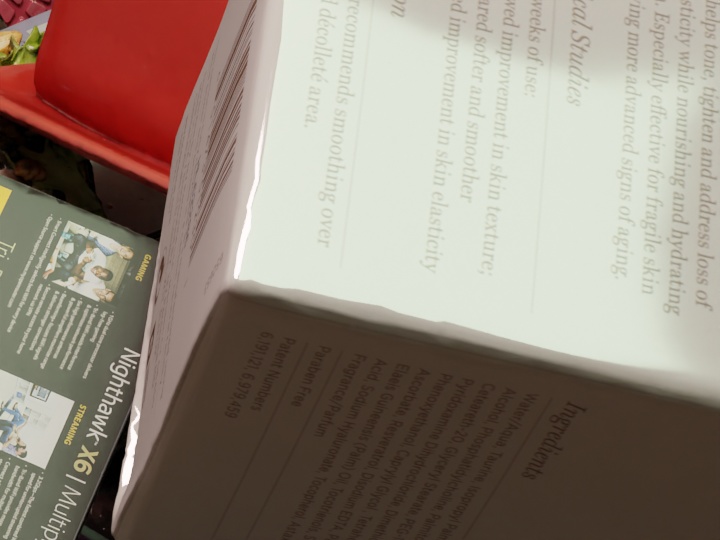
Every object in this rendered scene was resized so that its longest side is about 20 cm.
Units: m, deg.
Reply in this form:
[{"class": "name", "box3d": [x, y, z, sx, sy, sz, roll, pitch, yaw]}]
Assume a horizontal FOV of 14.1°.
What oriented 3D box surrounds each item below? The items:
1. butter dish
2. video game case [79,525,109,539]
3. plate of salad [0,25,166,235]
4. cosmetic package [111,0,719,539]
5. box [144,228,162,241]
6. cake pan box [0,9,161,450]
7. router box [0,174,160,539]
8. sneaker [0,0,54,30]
[{"class": "butter dish", "box3d": [-0.025, -0.107, 1.113, 0.199, 0.148, 0.200, -7, 22, -39]}, {"class": "video game case", "box3d": [-0.216, 0.097, 1.038, 0.200, 0.024, 0.182, 27, 31, 16]}, {"class": "plate of salad", "box3d": [-0.152, -0.039, 1.151, 0.200, 0.048, 0.200, 13, 39, -11]}, {"class": "cosmetic package", "box3d": [0.043, 0.002, 0.910, 0.200, 0.166, 0.168, 14, 55, -9]}, {"class": "box", "box3d": [0.000, 0.000, 1.112, 0.136, 0.038, 0.200, 6, 17, 33]}, {"class": "cake pan box", "box3d": [-0.125, -0.022, 1.222, 0.200, 0.052, 0.184, 37, 39, 19]}, {"class": "router box", "box3d": [-0.163, 0.055, 0.965, 0.157, 0.052, 0.200, 23, 60, -2]}, {"class": "sneaker", "box3d": [-0.171, -0.149, 1.414, 0.200, 0.081, 0.075, 18, 3, -14]}]
